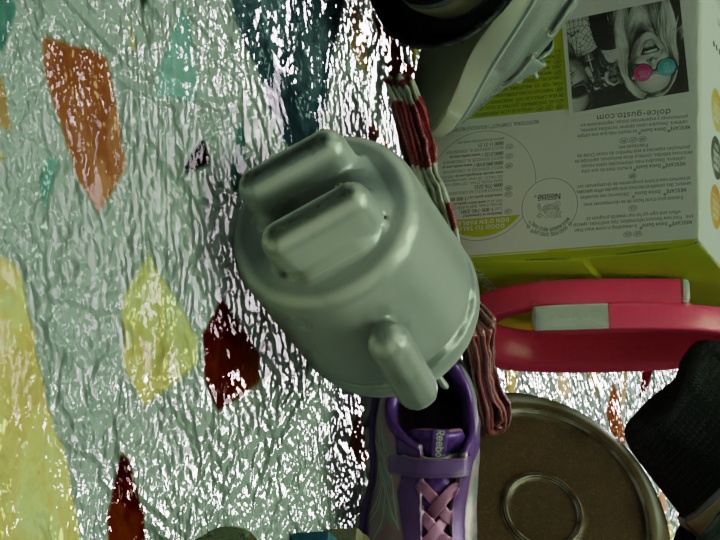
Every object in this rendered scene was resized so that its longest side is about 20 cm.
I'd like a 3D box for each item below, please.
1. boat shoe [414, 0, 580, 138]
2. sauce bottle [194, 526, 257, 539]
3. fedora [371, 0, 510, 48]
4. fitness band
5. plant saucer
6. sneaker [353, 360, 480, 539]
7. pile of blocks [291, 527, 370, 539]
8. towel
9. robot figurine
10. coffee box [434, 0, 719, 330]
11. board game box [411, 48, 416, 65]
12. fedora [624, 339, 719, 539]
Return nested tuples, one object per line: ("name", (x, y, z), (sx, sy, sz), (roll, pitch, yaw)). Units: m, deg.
("boat shoe", (0.095, -0.149, 1.685), (0.201, 0.071, 0.070), (124, -36, -52))
("sauce bottle", (-0.031, 0.224, 1.344), (0.200, 0.065, 0.065), (56, 31, -23))
("fedora", (0.033, -0.243, 1.602), (0.091, 0.200, 0.201), (12, 71, -38))
("fitness band", (0.170, 0.040, 1.801), (0.144, 0.200, 0.038), (85, 5, -75))
("plant saucer", (0.112, 0.160, 1.648), (0.032, 0.200, 0.200), (119, -16, -54))
("sneaker", (0.040, 0.134, 1.563), (0.088, 0.080, 0.201), (122, -32, -65))
("pile of blocks", (-0.018, 0.192, 1.456), (0.200, 0.062, 0.082), (-57, 138, -59))
("towel", (0.057, -0.011, 1.637), (0.144, 0.023, 0.200), (75, -1, -61))
("robot figurine", (0.000, 0.000, 1.475), (0.200, 0.113, 0.170), (54, 13, -54))
("coffee box", (0.168, -0.076, 1.821), (0.200, 0.200, 0.198), (38, 51, -63))
("board game box", (0.052, -0.245, 1.772), (0.096, 0.030, 0.200), (79, 19, -56))
("fedora", (0.240, 0.104, 1.754), (0.092, 0.201, 0.201), (39, 26, 2))
